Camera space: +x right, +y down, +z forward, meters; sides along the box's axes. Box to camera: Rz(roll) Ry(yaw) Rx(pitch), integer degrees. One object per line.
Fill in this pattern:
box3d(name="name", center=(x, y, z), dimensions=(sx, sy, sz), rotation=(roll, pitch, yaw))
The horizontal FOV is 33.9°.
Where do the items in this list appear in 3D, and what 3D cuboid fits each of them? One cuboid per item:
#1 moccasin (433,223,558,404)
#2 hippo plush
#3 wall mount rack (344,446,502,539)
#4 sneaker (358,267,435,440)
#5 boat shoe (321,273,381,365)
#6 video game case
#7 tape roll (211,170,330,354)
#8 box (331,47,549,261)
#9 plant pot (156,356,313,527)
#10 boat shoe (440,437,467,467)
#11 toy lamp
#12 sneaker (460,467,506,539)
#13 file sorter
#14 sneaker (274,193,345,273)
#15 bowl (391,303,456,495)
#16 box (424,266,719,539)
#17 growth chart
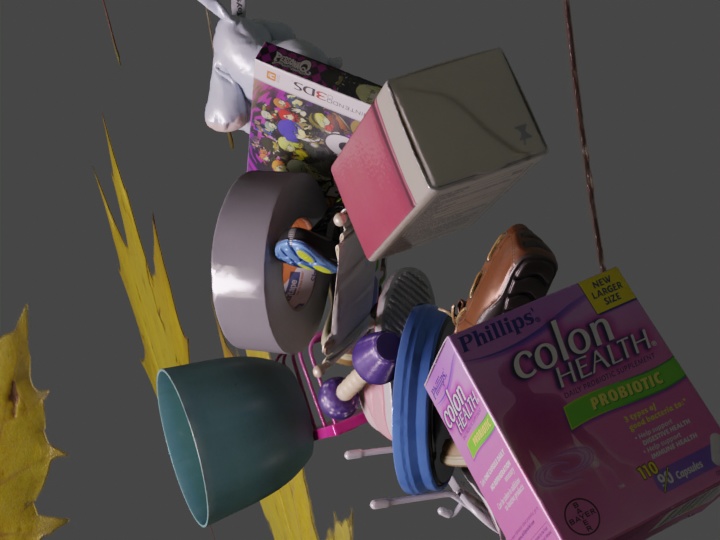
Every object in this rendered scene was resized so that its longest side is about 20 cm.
box3d(name="moccasin", center=(0.119, 0.050, 1.136), dimensions=(0.078, 0.072, 0.204), rotation=(-116, 38, -55))
box3d(name="hippo plush", center=(-0.090, -0.244, 1.422), dimensions=(0.159, 0.159, 0.203), rotation=(20, 124, 33))
box3d(name="wall mount rack", center=(0.079, 0.253, 1.351), dimensions=(0.173, 0.075, 0.200), rotation=(37, -175, -23))
box3d(name="sneaker", center=(0.037, 0.098, 1.387), dimensions=(0.104, 0.074, 0.204), rotation=(179, 90, -67))
box3d(name="boat shoe", center=(-0.003, 0.025, 1.421), dimensions=(0.202, 0.072, 0.065), rotation=(-87, 22, -47))
box3d(name="video game case", center=(-0.039, -0.145, 1.331), dimensions=(0.179, 0.036, 0.201), rotation=(23, 144, 7))
box3d(name="tape roll", center=(-0.096, -0.010, 1.327), dimensions=(0.065, 0.201, 0.203), rotation=(4, 122, 18))
box3d(name="box", center=(0.067, -0.104, 1.115), dimensions=(0.111, 0.126, 0.200), rotation=(67, 158, 11))
box3d(name="plant pot", center=(-0.153, 0.202, 1.502), dimensions=(0.200, 0.158, 0.204), rotation=(165, 90, -69))
box3d(name="boat shoe", center=(0.152, 0.152, 1.167), dimensions=(0.199, 0.071, 0.066), rotation=(-24, 74, 48))
box3d(name="toy lamp", center=(0.001, 0.114, 1.303), dimensions=(0.059, 0.057, 0.200), rotation=(65, 154, 12))
box3d(name="sneaker", center=(0.155, 0.232, 1.267), dimensions=(0.086, 0.079, 0.203), rotation=(64, -171, -69))
box3d(name="file sorter", center=(-0.021, 0.137, 1.530), dimensions=(0.127, 0.137, 0.200), rotation=(70, 159, 5))
box3d(name="sneaker", center=(-0.029, -0.043, 1.279), dimensions=(0.070, 0.199, 0.084), rotation=(12, 102, 27))
box3d(name="bowl", center=(0.077, 0.138, 1.266), dimensions=(0.200, 0.039, 0.205), rotation=(3, -90, -73))
box3d(name="box", center=(0.179, 0.128, 0.971), dimensions=(0.202, 0.173, 0.097), rotation=(61, 157, 24))
box3d(name="growth chart", center=(0.000, 0.000, 1.263), dimensions=(0.017, 0.144, 0.203), rotation=(18, 117, 22))
